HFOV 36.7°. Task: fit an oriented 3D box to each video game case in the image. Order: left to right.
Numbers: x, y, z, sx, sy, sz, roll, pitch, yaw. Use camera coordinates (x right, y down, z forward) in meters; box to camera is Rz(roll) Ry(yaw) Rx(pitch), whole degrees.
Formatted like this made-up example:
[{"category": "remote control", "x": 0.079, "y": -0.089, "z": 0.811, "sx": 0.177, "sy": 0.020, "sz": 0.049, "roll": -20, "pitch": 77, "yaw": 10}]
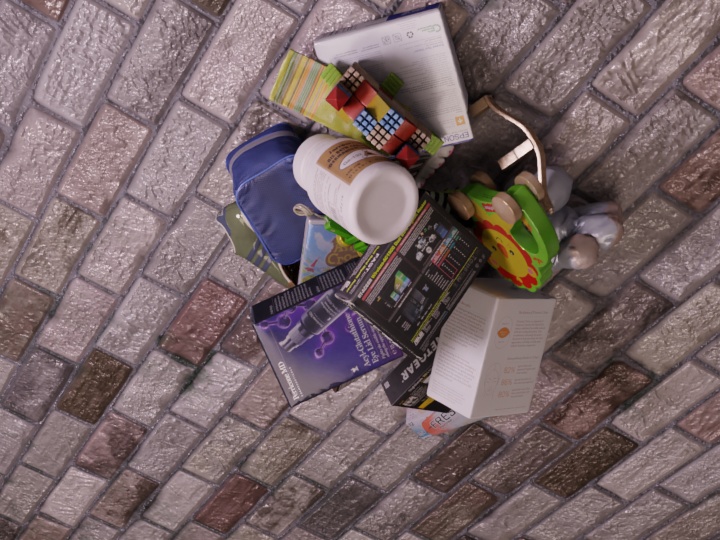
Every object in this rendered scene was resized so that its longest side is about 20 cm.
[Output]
[{"category": "video game case", "x": 0.000, "y": 0.000, "z": 1.719, "sx": 0.196, "sy": 0.022, "sz": 0.185, "roll": 1, "pitch": 119, "yaw": -16}]

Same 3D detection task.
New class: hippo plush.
[{"category": "hippo plush", "x": 0.301, "y": -0.094, "z": 1.674, "sx": 0.162, "sy": 0.159, "sz": 0.199, "roll": 56, "pitch": 149, "yaw": -10}]

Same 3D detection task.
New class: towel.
[{"category": "towel", "x": -0.031, "y": -0.243, "z": 1.582, "sx": 0.198, "sy": 0.018, "sz": 0.087, "roll": 26, "pitch": 123, "yaw": -2}]

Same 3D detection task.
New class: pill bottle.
[{"category": "pill bottle", "x": -0.014, "y": -0.124, "z": 1.541, "sx": 0.113, "sy": 0.200, "sz": 0.116, "roll": -14, "pitch": 119, "yaw": -27}]

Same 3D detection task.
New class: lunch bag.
[{"category": "lunch bag", "x": -0.116, "y": -0.120, "z": 1.708, "sx": 0.134, "sy": 0.133, "sz": 0.201, "roll": -27, "pitch": 127, "yaw": 3}]

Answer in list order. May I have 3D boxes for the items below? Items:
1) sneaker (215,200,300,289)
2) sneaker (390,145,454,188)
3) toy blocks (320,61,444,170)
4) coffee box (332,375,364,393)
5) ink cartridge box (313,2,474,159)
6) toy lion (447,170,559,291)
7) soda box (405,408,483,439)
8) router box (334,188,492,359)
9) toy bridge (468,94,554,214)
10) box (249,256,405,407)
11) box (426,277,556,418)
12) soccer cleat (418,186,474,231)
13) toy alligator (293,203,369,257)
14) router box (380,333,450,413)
[{"category": "sneaker", "x": -0.171, "y": -0.042, "z": 1.840, "sx": 0.089, "sy": 0.068, "sz": 0.201, "roll": -9, "pitch": 131, "yaw": 31}, {"category": "sneaker", "x": 0.063, "y": -0.165, "z": 1.676, "sx": 0.087, "sy": 0.074, "sz": 0.200, "roll": 29, "pitch": 125, "yaw": -17}, {"category": "toy blocks", "x": 0.027, "y": -0.213, "z": 1.501, "sx": 0.199, "sy": 0.137, "sz": 0.100, "roll": 41, "pitch": 105, "yaw": -8}, {"category": "coffee box", "x": 0.012, "y": 0.098, "z": 1.815, "sx": 0.115, "sy": 0.198, "sz": 0.080, "roll": 53, "pitch": 152, "yaw": 20}, {"category": "ink cartridge box", "x": 0.052, "y": -0.268, "z": 1.581, "sx": 0.193, "sy": 0.044, "sz": 0.202, "roll": -10, "pitch": 118, "yaw": 18}, {"category": "toy lion", "x": 0.225, "y": -0.050, "z": 1.590, "sx": 0.193, "sy": 0.068, "sz": 0.199, "roll": 56, "pitch": 162, "yaw": -18}, {"category": "soda box", "x": 0.181, "y": 0.247, "z": 2.025, "sx": 0.198, "sy": 0.069, "sz": 0.064, "roll": -24, "pitch": 130, "yaw": 28}, {"category": "router box", "x": 0.078, "y": 0.005, "z": 1.589, "sx": 0.149, "sy": 0.201, "sz": 0.062, "roll": 39, "pitch": 171, "yaw": -24}, {"category": "toy bridge", "x": 0.233, "y": -0.171, "z": 1.589, "sx": 0.067, "sy": 0.027, "sz": 0.202, "roll": -34, "pitch": 79, "yaw": 31}, {"category": "box", "x": -0.053, "y": 0.093, "z": 1.661, "sx": 0.198, "sy": 0.104, "sz": 0.150, "roll": -26, "pitch": 106, "yaw": -2}, {"category": "box", "x": 0.212, "y": 0.123, "z": 1.761, "sx": 0.151, "sy": 0.106, "sz": 0.203, "roll": 2, "pitch": 105, "yaw": -42}, {"category": "soccer cleat", "x": 0.110, "y": -0.083, "z": 1.658, "sx": 0.198, "sy": 0.082, "sz": 0.068, "roll": -10, "pitch": 145, "yaw": -40}, {"category": "toy alligator", "x": -0.012, "y": -0.070, "z": 1.635, "sx": 0.198, "sy": 0.055, "sz": 0.059, "roll": 30, "pitch": 153, "yaw": -26}, {"category": "router box", "x": 0.155, "y": 0.165, "z": 1.900, "sx": 0.156, "sy": 0.053, "sz": 0.200, "roll": 14, "pitch": 127, "yaw": -44}]
